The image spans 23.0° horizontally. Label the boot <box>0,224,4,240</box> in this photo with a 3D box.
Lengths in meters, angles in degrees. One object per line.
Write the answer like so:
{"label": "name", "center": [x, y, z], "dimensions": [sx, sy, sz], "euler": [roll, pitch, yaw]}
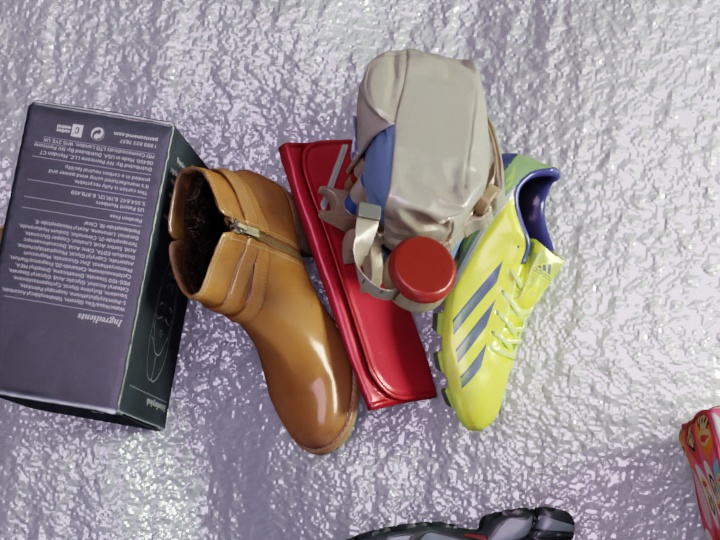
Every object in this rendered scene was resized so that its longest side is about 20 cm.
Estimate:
{"label": "boot", "center": [-0.289, 0.053, 1.286], "dimensions": [0.073, 0.075, 0.201], "euler": [27, 83, 10]}

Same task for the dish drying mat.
{"label": "dish drying mat", "center": [0.000, 0.000, 1.274], "dimensions": [0.018, 0.076, 0.202], "euler": [-28, 76, 38]}

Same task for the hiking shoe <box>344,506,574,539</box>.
{"label": "hiking shoe", "center": [0.056, 0.217, 1.228], "dimensions": [0.198, 0.074, 0.088], "euler": [-9, 79, 3]}

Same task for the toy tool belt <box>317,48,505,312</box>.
{"label": "toy tool belt", "center": [0.034, -0.045, 1.232], "dimensions": [0.124, 0.123, 0.202], "euler": [10, 62, -11]}

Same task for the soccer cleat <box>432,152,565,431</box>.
{"label": "soccer cleat", "center": [0.102, 0.014, 1.259], "dimensions": [0.083, 0.065, 0.202], "euler": [2, 78, 23]}

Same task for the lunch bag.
{"label": "lunch bag", "center": [0.266, 0.173, 1.154], "dimensions": [0.081, 0.200, 0.178], "euler": [-12, 82, 4]}

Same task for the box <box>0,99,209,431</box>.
{"label": "box", "center": [-0.184, 0.002, 1.248], "dimensions": [0.106, 0.148, 0.202], "euler": [8, 81, 7]}

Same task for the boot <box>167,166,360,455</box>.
{"label": "boot", "center": [-0.068, 0.026, 1.224], "dimensions": [0.076, 0.155, 0.202], "euler": [-10, 78, 22]}
